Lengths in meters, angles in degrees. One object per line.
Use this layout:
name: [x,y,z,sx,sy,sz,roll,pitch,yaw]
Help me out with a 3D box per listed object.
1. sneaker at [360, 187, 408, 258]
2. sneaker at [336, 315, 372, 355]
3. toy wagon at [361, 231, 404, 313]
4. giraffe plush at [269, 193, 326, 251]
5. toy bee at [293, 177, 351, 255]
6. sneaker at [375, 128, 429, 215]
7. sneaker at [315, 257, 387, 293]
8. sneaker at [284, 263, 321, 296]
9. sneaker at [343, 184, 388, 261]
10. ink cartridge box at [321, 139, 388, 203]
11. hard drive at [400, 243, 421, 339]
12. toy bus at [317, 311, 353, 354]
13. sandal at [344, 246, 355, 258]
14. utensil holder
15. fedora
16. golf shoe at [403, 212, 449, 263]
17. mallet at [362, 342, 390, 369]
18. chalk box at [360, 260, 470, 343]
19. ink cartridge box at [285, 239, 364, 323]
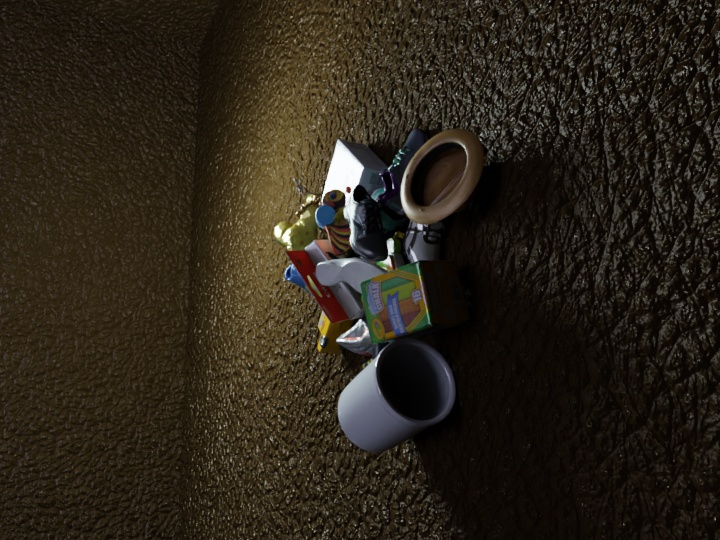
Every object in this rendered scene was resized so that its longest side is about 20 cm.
sneaker: [0.057,-0.093,1.571,0.121,0.083,0.202,175,103,-73]
sneaker: [0.018,0.142,1.612,0.200,0.077,0.082,-20,45,56]
toy wagon: [0.055,0.014,1.503,0.155,0.039,0.202,15,97,63]
giraffe plush: [-0.141,-0.121,1.906,0.172,0.200,0.162,41,97,25]
toy bee: [-0.057,-0.142,1.610,0.201,0.108,0.131,63,177,-17]
sneaker: [0.090,-0.224,1.504,0.074,0.087,0.201,-12,62,57]
sneaker: [0.000,0.000,1.500,0.199,0.088,0.076,10,112,41]
sneaker: [-0.126,0.018,1.723,0.200,0.104,0.076,85,-151,-74]
sneaker: [0.010,-0.100,1.484,0.201,0.075,0.080,-116,31,-41]
ink cartridge box: [-0.013,-0.205,1.734,0.200,0.083,0.177,56,134,54]
hard drive: [0.095,0.058,1.494,0.140,0.038,0.201,-48,41,49]
toy bus: [-0.056,0.109,1.750,0.078,0.065,0.201,53,130,55]
sandal: [-0.039,-0.053,1.720,0.055,0.082,0.200,47,154,4]
utensil holder: [0.063,0.251,1.361,0.200,0.169,0.171,130,139,-50]
fedora: [0.169,-0.169,1.336,0.200,0.082,0.202,-21,59,40]
golf shoe: [0.136,-0.087,1.410,0.094,0.077,0.201,-40,49,53]
mallet: [0.030,0.191,1.546,0.200,0.041,0.066,147,123,-77]
chalk box: [0.085,0.066,1.336,0.199,0.123,0.125,-23,75,40]
ink cartridge box: [-0.063,0.020,1.591,0.043,0.173,0.201,-39,76,22]
